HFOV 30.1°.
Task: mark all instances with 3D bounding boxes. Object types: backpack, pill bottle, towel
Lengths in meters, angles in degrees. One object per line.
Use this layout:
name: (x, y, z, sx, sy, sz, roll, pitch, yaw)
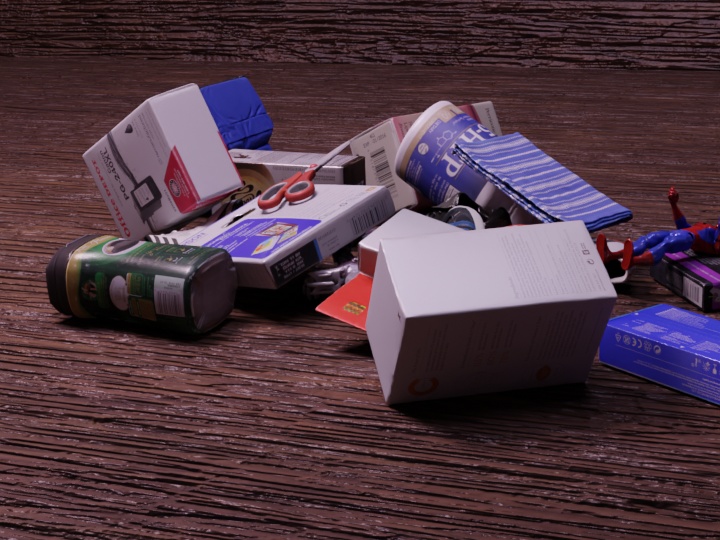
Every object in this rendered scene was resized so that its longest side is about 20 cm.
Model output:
backpack: (-0.241, -0.167, 1.975, 0.199, 0.169, 0.162, -30, -6, 32)
pill bottle: (0.153, -0.117, 1.730, 0.199, 0.120, 0.119, 37, 31, 18)
towel: (0.222, -0.108, 1.620, 0.200, 0.024, 0.144, 40, 35, 28)

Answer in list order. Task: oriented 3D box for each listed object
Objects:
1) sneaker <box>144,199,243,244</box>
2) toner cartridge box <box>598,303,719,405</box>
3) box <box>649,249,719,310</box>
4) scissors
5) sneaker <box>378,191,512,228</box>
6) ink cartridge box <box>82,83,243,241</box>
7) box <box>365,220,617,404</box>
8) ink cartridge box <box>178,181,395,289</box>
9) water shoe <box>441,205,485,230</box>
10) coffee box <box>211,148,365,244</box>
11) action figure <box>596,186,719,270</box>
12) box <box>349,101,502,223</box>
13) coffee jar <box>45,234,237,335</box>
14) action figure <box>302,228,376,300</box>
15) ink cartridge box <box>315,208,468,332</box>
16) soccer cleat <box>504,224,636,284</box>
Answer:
sneaker: (-0.212, -0.045, 1.692, 0.114, 0.077, 0.201, 2, 19, 6)
toner cartridge box: (0.327, 0.082, 1.257, 0.094, 0.044, 0.199, -11, 19, -34)
box: (0.452, 0.003, 1.541, 0.198, 0.037, 0.143, -6, 17, -11)
scissors: (-0.069, -0.122, 1.658, 0.072, 0.014, 0.200, -12, 22, 22)
sneaker: (0.108, -0.055, 1.672, 0.198, 0.092, 0.066, 9, 18, 32)
ink cartridge box: (-0.258, -0.129, 1.728, 0.083, 0.146, 0.199, -26, 0, -40)
box: (0.115, 0.038, 1.228, 0.198, 0.125, 0.098, -5, 49, -14)
ink cartridge box: (-0.094, -0.044, 1.561, 0.197, 0.044, 0.199, -34, 26, -34)
water shoe: (0.100, -0.023, 1.521, 0.078, 0.072, 0.201, 12, 25, -13)
coffee box: (-0.096, -0.097, 1.797, 0.198, 0.114, 0.080, 5, 17, 20)
action figure: (0.360, -0.059, 1.522, 0.198, 0.100, 0.065, -5, 15, -36)
box: (0.103, -0.154, 1.901, 0.199, 0.129, 0.109, -15, -4, -38)
coffee jar: (-0.243, 0.013, 1.472, 0.198, 0.086, 0.104, 7, 21, 25)
action figure: (0.000, 0.000, 1.542, 0.128, 0.070, 0.200, 5, 20, -2)
ink cartridge box: (0.080, 0.017, 1.375, 0.198, 0.044, 0.173, 21, 37, 27)
soccer cleat: (0.221, -0.012, 1.558, 0.197, 0.069, 0.085, 5, 12, 7)
